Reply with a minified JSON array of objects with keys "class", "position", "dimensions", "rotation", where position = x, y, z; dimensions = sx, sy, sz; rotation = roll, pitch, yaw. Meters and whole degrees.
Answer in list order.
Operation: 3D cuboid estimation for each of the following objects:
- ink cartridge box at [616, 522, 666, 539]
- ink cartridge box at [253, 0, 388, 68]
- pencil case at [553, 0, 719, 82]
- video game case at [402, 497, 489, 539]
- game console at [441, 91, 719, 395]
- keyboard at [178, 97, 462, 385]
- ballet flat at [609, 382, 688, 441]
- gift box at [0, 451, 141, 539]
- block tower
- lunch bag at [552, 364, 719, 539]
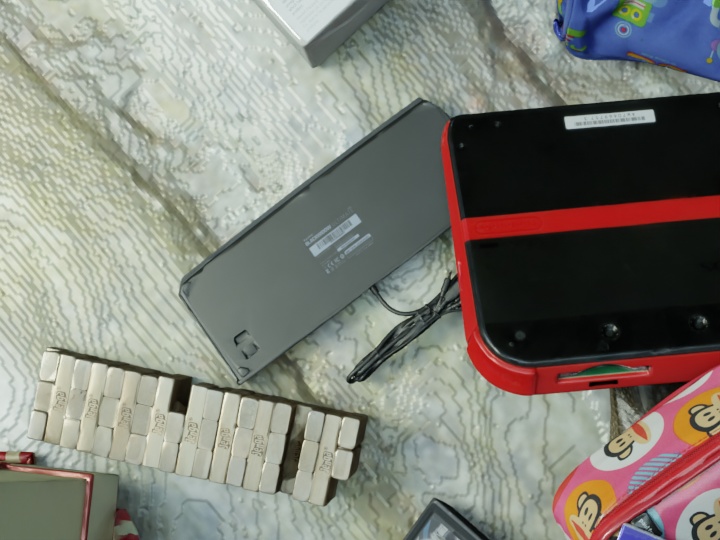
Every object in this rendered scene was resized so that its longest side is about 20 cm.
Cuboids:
[{"class":"ink cartridge box","position":[0.177,0.254,0.714],"dimensions":[0.196,0.043,0.202],"rotation":[23,93,-9]},{"class":"ink cartridge box","position":[-0.054,-0.237,0.859],"dimensions":[0.116,0.068,0.200],"rotation":[-41,86,1]},{"class":"pencil case","position":[0.207,-0.145,0.830],"dimensions":[0.198,0.078,0.088],"rotation":[14,103,5]},{"class":"video game case","position":[0.042,0.257,0.798],"dimensions":[0.180,0.025,0.201],"rotation":[36,91,45]},{"class":"game console","position":[0.151,-0.020,0.818],"dimensions":[0.197,0.031,0.179],"rotation":[-5,58,-1]},{"class":"keyboard","position":[0.000,0.000,0.869],"dimensions":[0.199,0.021,0.128],"rotation":[-36,80,3]},{"class":"ballet flat","position":[0.169,0.100,0.844],"dimensions":[0.067,0.046,0.203],"rotation":[-4,92,-6]},{"class":"gift box","position":[-0.229,0.194,0.792],"dimensions":[0.198,0.187,0.187],"rotation":[8,86,20]},{"class":"block tower","position":[-0.099,0.091,0.855],"dimensions":[0.198,0.058,0.055],"rotation":[11,88,6]},{"class":"lunch bag","position":[0.216,0.150,0.781],"dimensions":[0.175,0.082,0.201],"rotation":[-36,116,1]}]
